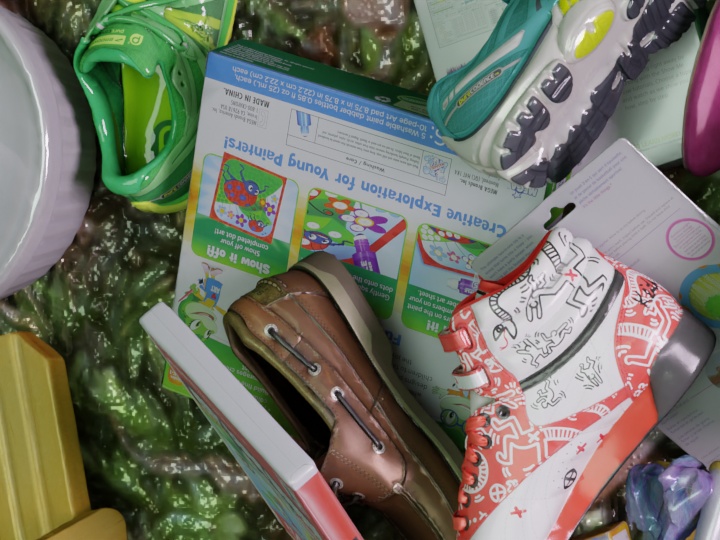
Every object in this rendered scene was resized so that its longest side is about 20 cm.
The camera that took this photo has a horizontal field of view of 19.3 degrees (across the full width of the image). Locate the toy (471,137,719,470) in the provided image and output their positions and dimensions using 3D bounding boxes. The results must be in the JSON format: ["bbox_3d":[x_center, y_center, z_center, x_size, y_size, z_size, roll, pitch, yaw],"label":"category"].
[{"bbox_3d":[0.166,0.022,1.043,0.200,0.047,0.115,42,128,-9],"label":"toy"}]

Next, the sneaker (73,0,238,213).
[{"bbox_3d":[-0.111,-0.132,1.156,0.073,0.083,0.202,-1,92,22],"label":"sneaker"}]

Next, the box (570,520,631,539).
[{"bbox_3d":[0.067,0.222,1.127,0.199,0.041,0.120,-22,85,19],"label":"box"}]

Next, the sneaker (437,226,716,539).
[{"bbox_3d":[0.068,0.077,1.009,0.108,0.067,0.202,37,97,0],"label":"sneaker"}]

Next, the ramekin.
[{"bbox_3d":[-0.241,-0.067,1.205,0.201,0.094,0.204,1,93,22],"label":"ramekin"}]

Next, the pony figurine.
[{"bbox_3d":[0.145,0.191,0.993,0.165,0.193,0.202,9,77,30],"label":"pony figurine"}]

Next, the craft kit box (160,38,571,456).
[{"bbox_3d":[0.000,0.000,1.117,0.199,0.048,0.199,19,111,19],"label":"craft kit box"}]

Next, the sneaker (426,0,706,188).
[{"bbox_3d":[0.107,-0.135,1.026,0.200,0.078,0.079,-49,51,-7],"label":"sneaker"}]

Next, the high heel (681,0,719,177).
[{"bbox_3d":[0.230,-0.124,1.016,0.095,0.067,0.201,24,77,28],"label":"high heel"}]

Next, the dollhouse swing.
[{"bbox_3d":[-0.254,0.150,1.174,0.199,0.181,0.177,-17,94,33],"label":"dollhouse swing"}]

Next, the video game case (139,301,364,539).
[{"bbox_3d":[-0.032,0.114,1.064,0.017,0.200,0.143,-39,48,-9],"label":"video game case"}]

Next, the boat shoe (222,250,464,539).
[{"bbox_3d":[0.001,0.092,1.071,0.068,0.072,0.201,-30,82,-25],"label":"boat shoe"}]

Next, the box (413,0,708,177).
[{"bbox_3d":[0.102,-0.140,1.099,0.143,0.036,0.202,-16,88,21],"label":"box"}]
